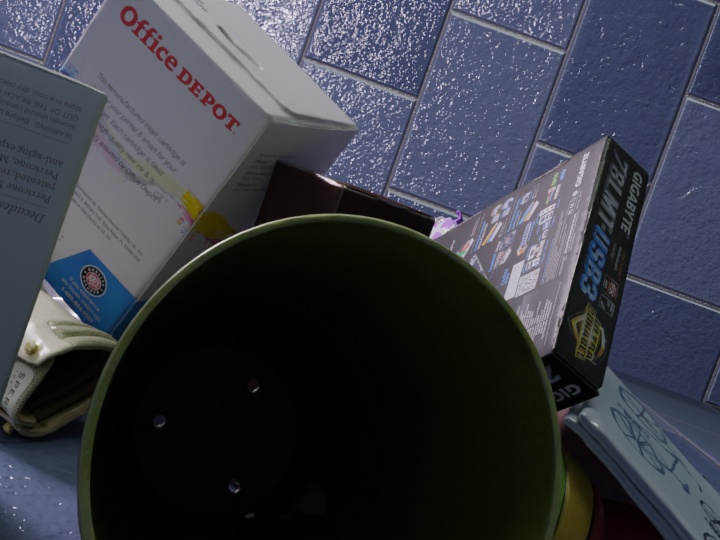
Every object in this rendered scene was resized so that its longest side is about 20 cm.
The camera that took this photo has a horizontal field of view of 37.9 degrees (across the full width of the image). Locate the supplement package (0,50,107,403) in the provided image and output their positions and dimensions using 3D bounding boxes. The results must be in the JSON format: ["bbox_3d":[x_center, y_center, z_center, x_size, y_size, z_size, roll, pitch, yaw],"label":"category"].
[{"bbox_3d":[-0.198,-0.003,0.448,0.117,0.201,0.117,19,4,-20],"label":"supplement package"}]

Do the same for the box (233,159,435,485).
[{"bbox_3d":[-0.036,0.038,0.698,0.075,0.201,0.100,27,7,40],"label":"box"}]

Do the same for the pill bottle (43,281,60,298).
[{"bbox_3d":[-0.184,0.018,0.907,0.113,0.114,0.200,23,5,43],"label":"pill bottle"}]

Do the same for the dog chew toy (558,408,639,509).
[{"bbox_3d":[0.160,0.154,0.773,0.199,0.125,0.124,27,0,-27],"label":"dog chew toy"}]

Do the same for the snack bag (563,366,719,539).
[{"bbox_3d":[0.206,0.150,0.659,0.200,0.021,0.188,50,14,8],"label":"snack bag"}]

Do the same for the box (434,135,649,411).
[{"bbox_3d":[0.095,0.025,0.721,0.050,0.200,0.198,38,-42,-17],"label":"box"}]

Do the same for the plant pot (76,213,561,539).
[{"bbox_3d":[-0.043,0.081,0.469,0.186,0.188,0.200,19,-11,-19],"label":"plant pot"}]

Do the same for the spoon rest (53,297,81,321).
[{"bbox_3d":[-0.217,0.043,0.767,0.199,0.061,0.099,19,6,-33],"label":"spoon rest"}]

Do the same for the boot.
[{"bbox_3d":[-0.246,0.038,0.607,0.154,0.072,0.200,34,23,29],"label":"boot"}]

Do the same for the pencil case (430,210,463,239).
[{"bbox_3d":[0.000,0.000,0.905,0.199,0.086,0.084,-7,-8,0],"label":"pencil case"}]

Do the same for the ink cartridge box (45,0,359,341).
[{"bbox_3d":[-0.132,-0.077,0.742,0.147,0.200,0.145,46,20,13],"label":"ink cartridge box"}]

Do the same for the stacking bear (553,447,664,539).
[{"bbox_3d":[0.095,0.148,0.616,0.199,0.122,0.114,29,9,-15],"label":"stacking bear"}]
